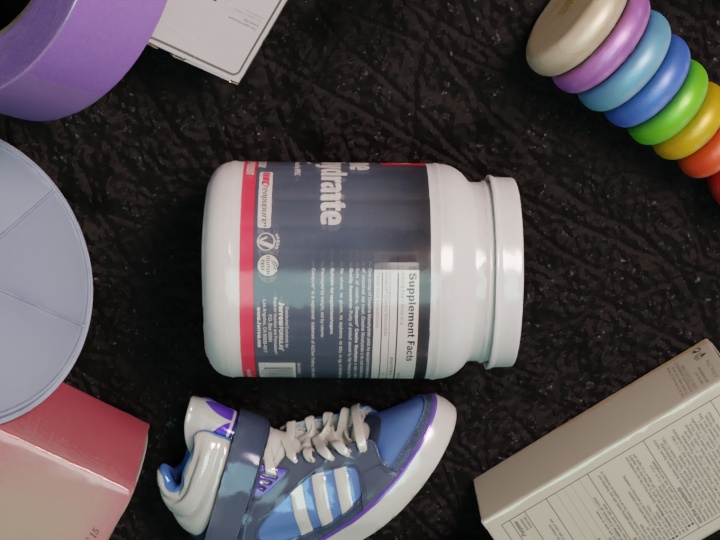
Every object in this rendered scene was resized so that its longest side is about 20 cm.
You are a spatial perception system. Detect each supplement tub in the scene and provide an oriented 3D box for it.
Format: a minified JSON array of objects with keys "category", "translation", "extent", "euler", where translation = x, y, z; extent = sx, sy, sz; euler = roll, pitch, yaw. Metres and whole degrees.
[{"category":"supplement tub","translation":[0.000,0.000,1.038],"extent":[0.198,0.140,0.141],"euler":[0,109,-2]}]

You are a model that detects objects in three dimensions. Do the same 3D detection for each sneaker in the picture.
[{"category":"sneaker","translation":[-0.049,0.124,1.110],"extent":[0.146,0.081,0.200],"euler":[41,109,-18]}]

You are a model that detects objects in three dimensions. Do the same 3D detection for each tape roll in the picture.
[{"category":"tape roll","translation":[-0.199,-0.193,0.944],"extent":[0.199,0.065,0.202],"euler":[-6,80,36]}]

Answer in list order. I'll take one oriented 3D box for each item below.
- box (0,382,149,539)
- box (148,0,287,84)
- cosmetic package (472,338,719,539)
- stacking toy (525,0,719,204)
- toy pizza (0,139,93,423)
[{"category":"box","translation":[-0.262,0.135,1.095],"extent":[0.199,0.109,0.128],"euler":[26,107,-10]},{"category":"box","translation":[-0.080,-0.228,0.979],"extent":[0.116,0.060,0.201],"euler":[20,110,-36]},{"category":"cosmetic package","translation":[0.190,0.149,1.128],"extent":[0.199,0.073,0.104],"euler":[-31,107,9]},{"category":"stacking toy","translation":[0.205,-0.109,1.043],"extent":[0.200,0.085,0.085],"euler":[36,105,-19]},{"category":"toy pizza","translation":[-0.265,0.004,1.033],"extent":[0.032,0.200,0.201],"euler":[-18,115,50]}]
